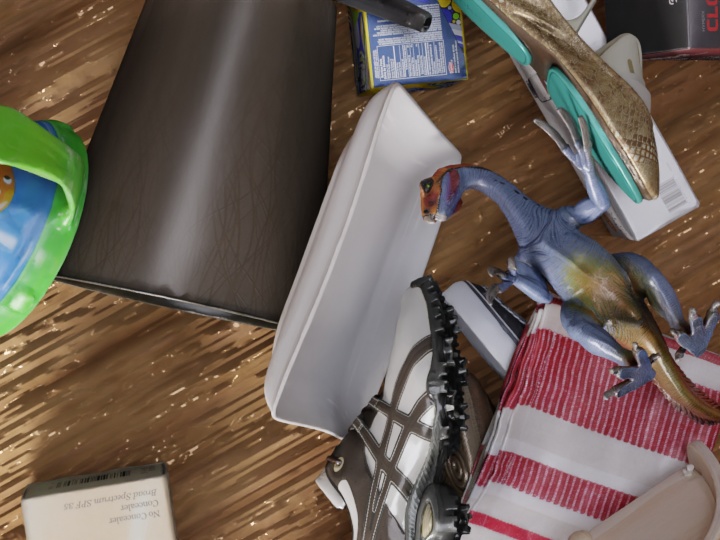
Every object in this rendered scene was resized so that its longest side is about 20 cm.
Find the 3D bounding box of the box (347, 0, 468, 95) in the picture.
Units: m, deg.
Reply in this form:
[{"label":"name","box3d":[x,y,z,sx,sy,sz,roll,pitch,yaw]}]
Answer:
[{"label":"box","box3d":[0.022,-0.213,1.251,0.064,0.070,0.201,-5,92,-8]}]

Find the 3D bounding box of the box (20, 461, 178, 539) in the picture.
[{"label":"box","box3d":[-0.149,0.227,1.237,0.095,0.078,0.201,-10,92,-6]}]

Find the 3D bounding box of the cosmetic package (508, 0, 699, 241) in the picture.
[{"label":"cosmetic package","box3d":[0.137,-0.116,1.259,0.051,0.083,0.201,-30,94,0]}]

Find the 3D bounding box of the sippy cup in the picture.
[{"label":"sippy cup","box3d":[-0.248,-0.045,1.166,0.130,0.140,0.178,25,114,-31]}]

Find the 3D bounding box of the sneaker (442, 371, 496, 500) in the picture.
[{"label":"sneaker","box3d":[0.095,0.152,1.278,0.075,0.070,0.201,-17,98,-22]}]

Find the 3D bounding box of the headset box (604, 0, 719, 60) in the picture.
[{"label":"headset box","box3d":[0.227,-0.204,1.228,0.199,0.075,0.149,-4,91,-36]}]

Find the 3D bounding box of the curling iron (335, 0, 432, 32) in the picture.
[{"label":"curling iron","box3d":[-0.040,-0.192,1.219,0.200,0.050,0.026,35,60,23]}]

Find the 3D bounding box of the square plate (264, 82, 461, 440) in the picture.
[{"label":"square plate","box3d":[0.000,0.000,1.194,0.028,0.200,0.199,20,86,16]}]

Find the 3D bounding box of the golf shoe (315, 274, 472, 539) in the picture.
[{"label":"golf shoe","box3d":[0.017,0.100,1.193,0.094,0.078,0.201,-2,73,13]}]

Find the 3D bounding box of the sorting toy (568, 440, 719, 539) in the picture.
[{"label":"sorting toy","box3d":[0.173,0.237,1.194,0.200,0.107,0.181,-31,121,-19]}]

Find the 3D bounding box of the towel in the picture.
[{"label":"towel","box3d":[0.140,0.129,1.233,0.144,0.023,0.201,19,92,-14]}]

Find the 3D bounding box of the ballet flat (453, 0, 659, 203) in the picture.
[{"label":"ballet flat","box3d":[0.124,-0.132,1.173,0.065,0.071,0.200,-39,85,-6]}]

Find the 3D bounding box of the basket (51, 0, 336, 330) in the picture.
[{"label":"basket","box3d":[-0.090,-0.076,1.213,0.180,0.136,0.201,13,85,-23]}]

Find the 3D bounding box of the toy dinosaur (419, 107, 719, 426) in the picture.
[{"label":"toy dinosaur","box3d":[0.115,0.007,1.188,0.105,0.181,0.200,-38,137,-13]}]

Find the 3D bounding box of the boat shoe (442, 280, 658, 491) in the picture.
[{"label":"boat shoe","box3d":[0.137,0.066,1.268,0.200,0.072,0.068,43,88,-8]}]
